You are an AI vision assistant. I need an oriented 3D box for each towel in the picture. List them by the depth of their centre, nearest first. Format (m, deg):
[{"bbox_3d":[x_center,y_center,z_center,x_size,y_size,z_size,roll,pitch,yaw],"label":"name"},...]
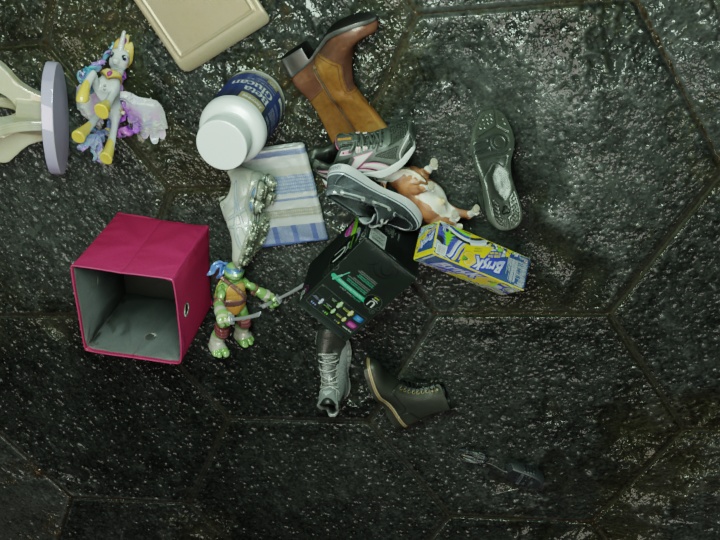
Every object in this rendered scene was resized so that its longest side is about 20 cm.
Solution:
[{"bbox_3d":[-0.148,-0.138,1.424,0.146,0.024,0.201,-6,121,14],"label":"towel"}]

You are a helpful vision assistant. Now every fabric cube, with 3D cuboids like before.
[{"bbox_3d":[-0.406,0.032,1.475,0.198,0.200,0.198,8,122,6],"label":"fabric cube"}]

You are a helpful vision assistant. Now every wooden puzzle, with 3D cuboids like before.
[{"bbox_3d":[-0.270,-0.447,1.247,0.184,0.037,0.201,-23,119,23],"label":"wooden puzzle"}]

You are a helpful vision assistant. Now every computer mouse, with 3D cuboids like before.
[{"bbox_3d":[0.310,0.427,1.696,0.198,0.034,0.059,20,140,3],"label":"computer mouse"}]

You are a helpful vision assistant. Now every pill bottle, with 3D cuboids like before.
[{"bbox_3d":[-0.197,-0.244,1.260,0.110,0.201,0.112,5,123,7],"label":"pill bottle"}]

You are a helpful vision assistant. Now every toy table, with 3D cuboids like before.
[{"bbox_3d":[-0.580,-0.267,1.343,0.116,0.184,0.202,4,112,-11],"label":"toy table"}]

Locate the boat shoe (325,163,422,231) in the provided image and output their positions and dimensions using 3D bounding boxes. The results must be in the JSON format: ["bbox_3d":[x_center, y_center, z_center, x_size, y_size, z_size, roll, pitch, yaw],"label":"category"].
[{"bbox_3d":[0.023,-0.104,1.300,0.199,0.068,0.071,30,148,-34],"label":"boat shoe"}]

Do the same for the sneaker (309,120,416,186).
[{"bbox_3d":[0.000,-0.197,1.283,0.199,0.081,0.086,-26,139,27],"label":"sneaker"}]

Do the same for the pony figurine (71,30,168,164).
[{"bbox_3d":[-0.420,-0.279,1.308,0.165,0.201,0.194,11,139,-4],"label":"pony figurine"}]

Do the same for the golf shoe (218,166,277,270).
[{"bbox_3d":[-0.218,-0.100,1.416,0.097,0.078,0.201,25,119,13],"label":"golf shoe"}]

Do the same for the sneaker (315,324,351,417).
[{"bbox_3d":[-0.058,0.215,1.575,0.074,0.116,0.201,-1,122,11],"label":"sneaker"}]

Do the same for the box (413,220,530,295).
[{"bbox_3d":[0.197,-0.020,1.364,0.199,0.065,0.070,21,163,-22],"label":"box"}]

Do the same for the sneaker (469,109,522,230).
[{"bbox_3d":[0.225,-0.167,1.308,0.076,0.114,0.201,-12,92,0],"label":"sneaker"}]

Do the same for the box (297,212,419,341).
[{"bbox_3d":[0.000,0.000,1.408,0.124,0.149,0.200,38,121,-15],"label":"box"}]

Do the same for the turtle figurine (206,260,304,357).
[{"bbox_3d":[-0.225,0.091,1.513,0.198,0.144,0.195,19,127,3],"label":"turtle figurine"}]

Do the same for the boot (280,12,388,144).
[{"bbox_3d":[-0.010,-0.301,1.268,0.187,0.069,0.201,-25,115,23],"label":"boot"}]

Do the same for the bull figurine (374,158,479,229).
[{"bbox_3d":[0.111,-0.134,1.340,0.200,0.065,0.121,39,160,-23],"label":"bull figurine"}]

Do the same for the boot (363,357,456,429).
[{"bbox_3d":[0.100,0.235,1.591,0.137,0.078,0.200,-20,130,17],"label":"boot"}]
